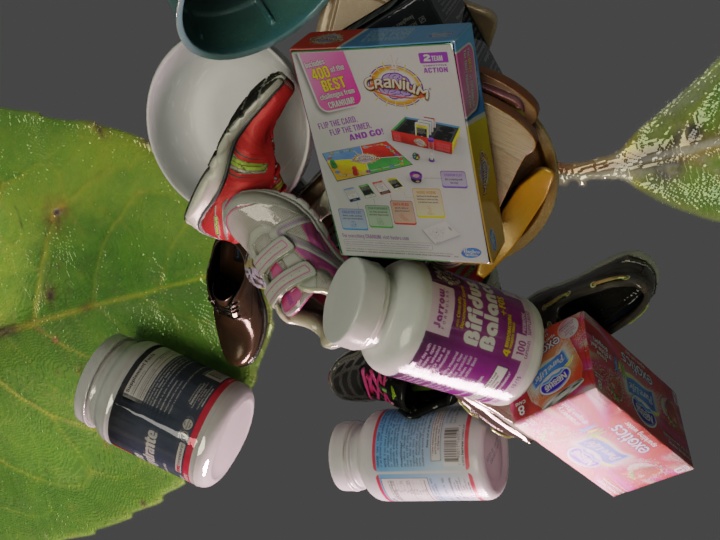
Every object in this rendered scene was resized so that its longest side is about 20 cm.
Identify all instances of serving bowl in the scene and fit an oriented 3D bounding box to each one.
[{"bbox_3d":[-0.134,-0.163,1.081,0.198,0.066,0.203,6,107,20],"label":"serving bowl"}]

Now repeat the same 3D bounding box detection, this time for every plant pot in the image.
[{"bbox_3d":[-0.136,-0.347,0.947,0.200,0.199,0.197,-44,71,31],"label":"plant pot"}]

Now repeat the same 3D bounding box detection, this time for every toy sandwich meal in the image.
[{"bbox_3d":[0.089,-0.084,0.888,0.202,0.070,0.207,8,121,14],"label":"toy sandwich meal"}]

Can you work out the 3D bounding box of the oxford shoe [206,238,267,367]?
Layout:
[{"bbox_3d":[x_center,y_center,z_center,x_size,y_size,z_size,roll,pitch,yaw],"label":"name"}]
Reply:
[{"bbox_3d":[-0.159,0.035,1.194,0.072,0.084,0.202,8,117,17],"label":"oxford shoe"}]

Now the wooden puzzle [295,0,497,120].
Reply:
[{"bbox_3d":[0.035,-0.210,1.035,0.183,0.037,0.202,24,124,12],"label":"wooden puzzle"}]

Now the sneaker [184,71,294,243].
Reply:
[{"bbox_3d":[-0.109,-0.115,1.022,0.084,0.077,0.201,27,120,-10],"label":"sneaker"}]

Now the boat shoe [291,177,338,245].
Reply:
[{"bbox_3d":[-0.075,-0.051,1.133,0.201,0.061,0.072,46,122,-1],"label":"boat shoe"}]

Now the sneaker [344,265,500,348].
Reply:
[{"bbox_3d":[0.060,0.028,1.103,0.198,0.077,0.086,-26,89,20],"label":"sneaker"}]

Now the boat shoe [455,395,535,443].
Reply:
[{"bbox_3d":[0.128,0.122,1.065,0.199,0.072,0.059,38,148,-23],"label":"boat shoe"}]

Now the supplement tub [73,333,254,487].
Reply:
[{"bbox_3d":[-0.249,0.176,1.259,0.198,0.140,0.142,22,119,13],"label":"supplement tub"}]

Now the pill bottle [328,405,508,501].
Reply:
[{"bbox_3d":[0.067,0.217,1.161,0.198,0.109,0.110,-6,110,25],"label":"pill bottle"}]

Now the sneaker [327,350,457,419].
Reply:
[{"bbox_3d":[0.043,0.128,1.145,0.198,0.087,0.075,-5,110,25],"label":"sneaker"}]

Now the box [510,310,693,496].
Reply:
[{"bbox_3d":[0.246,0.142,1.011,0.099,0.096,0.199,-29,131,30],"label":"box"}]

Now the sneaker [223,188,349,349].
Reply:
[{"bbox_3d":[-0.062,-0.001,0.983,0.199,0.088,0.082,40,127,1],"label":"sneaker"}]

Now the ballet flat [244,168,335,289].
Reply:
[{"bbox_3d":[-0.058,-0.054,1.064,0.072,0.072,0.200,44,101,0],"label":"ballet flat"}]

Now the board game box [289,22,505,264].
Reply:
[{"bbox_3d":[0.035,-0.104,0.836,0.151,0.040,0.202,5,125,28],"label":"board game box"}]

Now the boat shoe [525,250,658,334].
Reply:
[{"bbox_3d":[0.222,0.050,1.040,0.201,0.061,0.072,-37,98,31],"label":"boat shoe"}]

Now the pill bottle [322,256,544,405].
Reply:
[{"bbox_3d":[0.068,0.054,0.941,0.198,0.113,0.113,17,124,-24],"label":"pill bottle"}]

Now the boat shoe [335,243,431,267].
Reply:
[{"bbox_3d":[0.000,0.000,1.052,0.198,0.067,0.073,-20,92,31],"label":"boat shoe"}]

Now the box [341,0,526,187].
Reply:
[{"bbox_3d":[0.060,-0.161,0.960,0.147,0.107,0.201,-24,109,27],"label":"box"}]
